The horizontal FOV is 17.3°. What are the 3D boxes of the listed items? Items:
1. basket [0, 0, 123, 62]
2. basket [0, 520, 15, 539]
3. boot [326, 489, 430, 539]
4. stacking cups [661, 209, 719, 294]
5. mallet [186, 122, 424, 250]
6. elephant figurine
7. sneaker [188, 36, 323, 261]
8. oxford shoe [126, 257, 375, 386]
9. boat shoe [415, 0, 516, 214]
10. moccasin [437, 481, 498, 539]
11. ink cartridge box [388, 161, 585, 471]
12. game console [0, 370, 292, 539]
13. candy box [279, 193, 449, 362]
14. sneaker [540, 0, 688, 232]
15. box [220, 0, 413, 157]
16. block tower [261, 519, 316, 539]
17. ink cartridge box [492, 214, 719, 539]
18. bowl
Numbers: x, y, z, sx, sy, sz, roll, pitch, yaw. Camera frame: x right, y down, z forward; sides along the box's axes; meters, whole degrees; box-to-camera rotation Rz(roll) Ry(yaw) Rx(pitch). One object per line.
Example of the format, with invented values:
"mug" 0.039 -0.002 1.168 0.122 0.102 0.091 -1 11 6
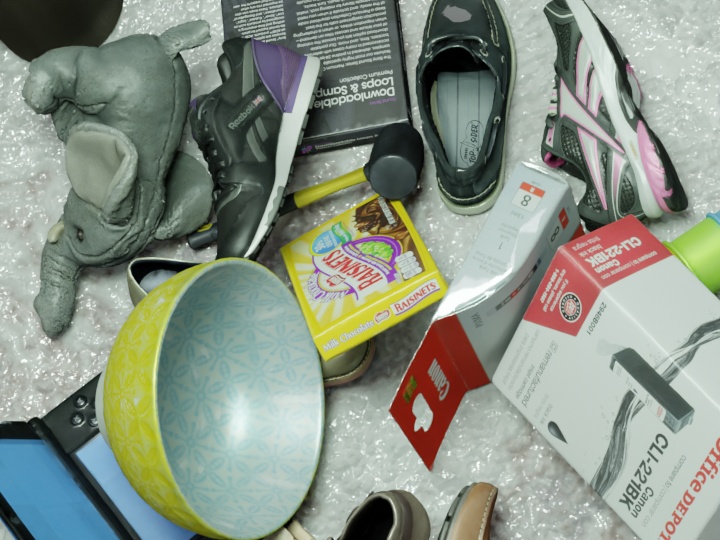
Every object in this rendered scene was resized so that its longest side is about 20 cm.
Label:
"basket" -0.268 -0.253 1.860 0.180 0.200 0.136 32 80 23
"basket" -0.298 0.241 1.670 0.161 0.198 0.200 -43 66 7
"boot" -0.014 0.243 1.639 0.070 0.146 0.201 22 76 18
"stacking cups" 0.281 -0.034 1.727 0.200 0.061 0.061 -37 66 -5
"mallet" -0.042 -0.052 1.805 0.199 0.041 0.066 -24 23 9
"elephant figurine" -0.183 -0.069 1.820 0.140 0.155 0.202 -5 73 -19
"sneaker" -0.095 -0.085 1.767 0.087 0.076 0.201 20 57 -9
"oxford shoe" -0.087 0.037 1.774 0.199 0.074 0.071 12 70 16
"boat shoe" 0.077 -0.147 1.812 0.074 0.066 0.201 0 69 13
"moccasin" 0.083 0.249 1.656 0.077 0.074 0.203 4 67 5
"ink cartridge box" 0.097 0.042 1.682 0.050 0.162 0.201 22 76 19
"game console" -0.175 0.151 1.720 0.170 0.118 0.200 -37 66 -9
"candy box" 0.000 0.000 1.725 0.102 0.027 0.200 -31 21 2
"sneaker" 0.168 -0.118 1.777 0.086 0.080 0.201 -26 60 14
"box" -0.038 -0.188 1.873 0.142 0.036 0.201 -10 66 10
"block tower" -0.100 0.268 1.701 0.200 0.054 0.058 -45 66 -7
"ink cartridge box" 0.204 0.086 1.642 0.083 0.145 0.200 -23 59 -40
"bowl" -0.124 0.095 1.690 0.107 0.200 0.202 -6 66 34
